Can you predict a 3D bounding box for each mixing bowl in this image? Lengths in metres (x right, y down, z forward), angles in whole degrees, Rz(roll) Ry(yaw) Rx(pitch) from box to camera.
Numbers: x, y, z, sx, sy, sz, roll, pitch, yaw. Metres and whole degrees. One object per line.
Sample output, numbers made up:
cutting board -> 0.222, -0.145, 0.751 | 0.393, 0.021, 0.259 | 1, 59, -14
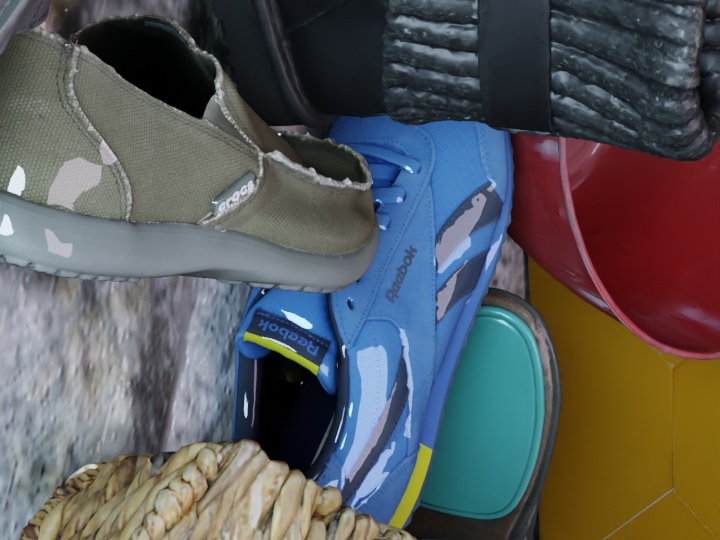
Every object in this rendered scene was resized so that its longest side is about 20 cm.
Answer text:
mixing bowl -> 0.106, -0.072, 0.961 | 0.200, 0.108, 0.201 | -10, 105, -43

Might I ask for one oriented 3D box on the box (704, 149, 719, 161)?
box -> 0.166, -0.128, 1.093 | 0.042, 0.119, 0.200 | 76, 32, -42

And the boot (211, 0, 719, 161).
boot -> 0.027, -0.127, 0.732 | 0.080, 0.157, 0.212 | -60, 144, -42

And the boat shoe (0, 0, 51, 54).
boat shoe -> -0.099, -0.077, 0.558 | 0.201, 0.072, 0.066 | -58, 144, -17

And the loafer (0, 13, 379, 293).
loafer -> -0.048, -0.034, 0.705 | 0.200, 0.075, 0.070 | -1, 104, -66

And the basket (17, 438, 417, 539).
basket -> -0.077, 0.157, 0.730 | 0.143, 0.149, 0.201 | 33, 65, -28

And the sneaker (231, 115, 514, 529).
sneaker -> 0.000, 0.000, 0.839 | 0.078, 0.066, 0.201 | 34, 68, -60

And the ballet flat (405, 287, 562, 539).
ballet flat -> 0.039, 0.089, 0.969 | 0.068, 0.068, 0.201 | -51, 154, -64

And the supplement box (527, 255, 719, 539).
supplement box -> 0.178, 0.024, 1.158 | 0.200, 0.132, 0.198 | -46, 138, -52
